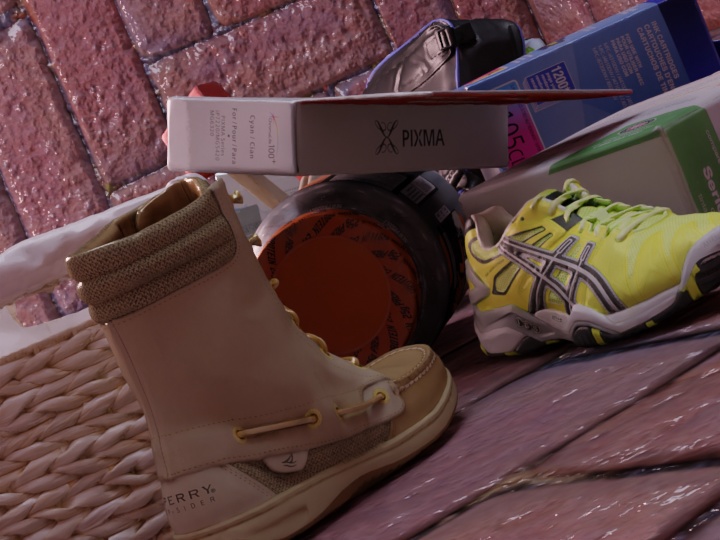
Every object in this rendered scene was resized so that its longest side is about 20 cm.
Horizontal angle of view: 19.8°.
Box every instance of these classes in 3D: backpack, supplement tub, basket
[{"bbox_3d":[0.097,-0.139,2.016,0.147,0.183,0.200,0,-11,-28],"label":"backpack"},{"bbox_3d":[0.000,0.000,1.236,0.122,0.123,0.200,-23,5,13],"label":"supplement tub"},{"bbox_3d":[-0.140,0.058,1.053,0.198,0.161,0.200,-24,5,-3],"label":"basket"}]

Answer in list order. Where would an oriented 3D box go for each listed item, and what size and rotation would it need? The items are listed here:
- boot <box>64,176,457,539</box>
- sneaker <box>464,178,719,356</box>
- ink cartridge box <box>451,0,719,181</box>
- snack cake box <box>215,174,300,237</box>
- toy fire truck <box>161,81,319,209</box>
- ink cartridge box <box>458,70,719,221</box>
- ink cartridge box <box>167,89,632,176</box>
[{"bbox_3d":[-0.040,0.028,0.918,0.073,0.156,0.200,-20,6,38],"label":"boot"},{"bbox_3d":[0.114,-0.006,1.032,0.075,0.076,0.200,-25,6,-37],"label":"sneaker"},{"bbox_3d":[0.179,-0.102,1.397,0.200,0.137,0.076,-25,7,-7],"label":"ink cartridge box"},{"bbox_3d":[-0.029,-0.035,1.606,0.115,0.067,0.200,-17,-17,7],"label":"snack cake box"},{"bbox_3d":[-0.023,-0.047,1.389,0.049,0.200,0.141,-53,-19,27],"label":"toy fire truck"},{"bbox_3d":[0.176,-0.053,1.176,0.145,0.088,0.200,-19,8,41],"label":"ink cartridge box"},{"bbox_3d":[0.024,-0.076,1.128,0.176,0.045,0.200,3,6,38],"label":"ink cartridge box"}]
